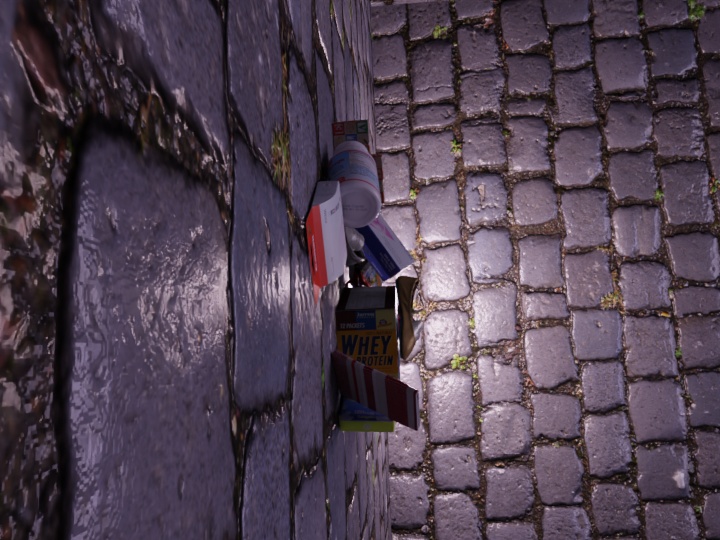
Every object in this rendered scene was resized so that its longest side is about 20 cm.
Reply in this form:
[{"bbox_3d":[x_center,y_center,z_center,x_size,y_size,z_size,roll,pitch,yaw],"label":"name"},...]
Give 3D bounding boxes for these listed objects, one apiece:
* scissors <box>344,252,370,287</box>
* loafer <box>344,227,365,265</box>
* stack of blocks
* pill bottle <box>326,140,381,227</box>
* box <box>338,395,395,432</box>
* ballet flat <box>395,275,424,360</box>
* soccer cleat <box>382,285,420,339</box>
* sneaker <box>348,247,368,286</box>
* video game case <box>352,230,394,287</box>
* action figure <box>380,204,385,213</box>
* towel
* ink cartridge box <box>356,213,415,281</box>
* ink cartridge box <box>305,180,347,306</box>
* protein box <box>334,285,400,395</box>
[{"bbox_3d":[0.000,0.000,1.464,0.014,0.073,0.201,-51,159,-40],"label":"scissors"},{"bbox_3d":[-0.027,-0.073,1.333,0.200,0.069,0.070,77,12,-66],"label":"loafer"},{"bbox_3d":[-0.002,-0.265,1.471,0.059,0.114,0.201,-77,163,-74],"label":"stack of blocks"},{"bbox_3d":[-0.017,-0.187,1.253,0.201,0.108,0.109,-95,179,-50],"label":"pill bottle"},{"bbox_3d":[0.019,0.306,1.363,0.200,0.121,0.048,-77,166,-72],"label":"box"},{"bbox_3d":[0.113,0.101,1.348,0.069,0.063,0.201,74,13,-65],"label":"ballet flat"},{"bbox_3d":[0.082,0.128,1.567,0.200,0.070,0.087,52,-50,34],"label":"soccer cleat"},{"bbox_3d":[-0.001,0.001,1.615,0.200,0.074,0.087,79,15,-57],"label":"sneaker"},{"bbox_3d":[0.042,0.006,1.629,0.200,0.018,0.144,-56,156,-29],"label":"video game case"},{"bbox_3d":[0.024,-0.224,1.859,0.200,0.101,0.120,-31,107,-83],"label":"action figure"},{"bbox_3d":[0.034,0.245,1.233,0.023,0.199,0.145,-49,148,-34],"label":"towel"},{"bbox_3d":[0.045,-0.076,1.501,0.197,0.043,0.200,54,20,3],"label":"ink cartridge box"},{"bbox_3d":[-0.058,-0.054,1.091,0.200,0.057,0.164,-94,179,-62],"label":"ink cartridge box"},{"bbox_3d":[0.023,0.157,1.404,0.200,0.134,0.200,-72,159,-76],"label":"protein box"}]
